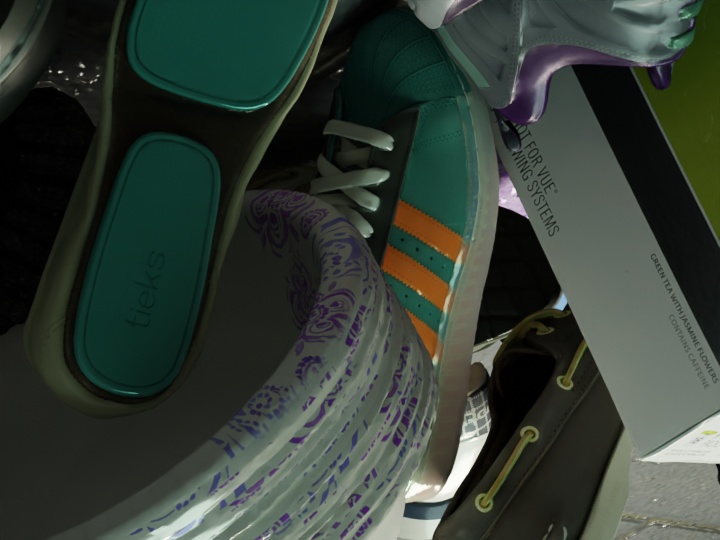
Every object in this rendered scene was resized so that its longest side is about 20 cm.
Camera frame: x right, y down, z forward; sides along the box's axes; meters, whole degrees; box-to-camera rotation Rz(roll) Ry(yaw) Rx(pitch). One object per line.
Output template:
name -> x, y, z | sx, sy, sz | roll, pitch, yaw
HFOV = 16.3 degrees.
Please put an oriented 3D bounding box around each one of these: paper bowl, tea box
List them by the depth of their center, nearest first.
paper bowl -> -0.065, 0.073, 0.870 | 0.200, 0.201, 0.105 | -27, 118, 8
tea box -> 0.170, -0.059, 0.966 | 0.196, 0.201, 0.133 | -34, 157, 28

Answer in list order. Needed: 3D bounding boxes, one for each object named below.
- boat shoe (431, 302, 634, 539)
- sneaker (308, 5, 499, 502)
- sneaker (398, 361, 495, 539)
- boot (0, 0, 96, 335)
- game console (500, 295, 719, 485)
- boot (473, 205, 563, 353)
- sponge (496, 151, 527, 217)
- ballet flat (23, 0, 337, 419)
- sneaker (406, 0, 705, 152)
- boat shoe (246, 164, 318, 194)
boat shoe -> 0.082, 0.052, 1.022 | 0.072, 0.060, 0.202 | -47, -166, 43
sneaker -> 0.000, 0.000, 0.968 | 0.080, 0.202, 0.071 | -9, -163, -41
sneaker -> -0.035, 0.044, 1.088 | 0.199, 0.077, 0.081 | 16, 137, 10
boot -> -0.132, -0.047, 0.826 | 0.210, 0.080, 0.157 | -28, 156, 34
game console -> 0.152, 0.054, 1.160 | 0.171, 0.119, 0.200 | 16, 152, -3
boot -> 0.032, 0.015, 1.179 | 0.199, 0.068, 0.130 | -17, 169, 34
sponge -> 0.102, -0.040, 1.185 | 0.111, 0.030, 0.200 | -24, 160, 0
ballet flat -> -0.060, -0.048, 0.826 | 0.201, 0.069, 0.069 | -68, 161, -9
sneaker -> 0.117, -0.120, 0.895 | 0.199, 0.088, 0.075 | -26, -163, 21
boat shoe -> -0.042, -0.016, 1.034 | 0.199, 0.065, 0.071 | -30, 153, -36
